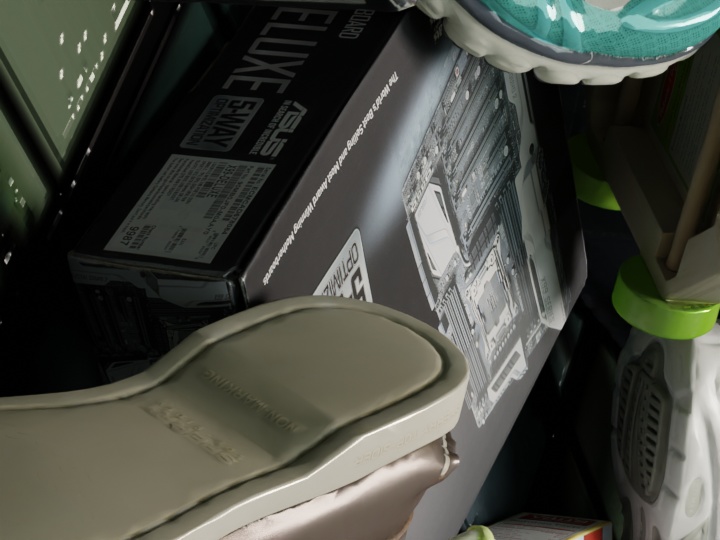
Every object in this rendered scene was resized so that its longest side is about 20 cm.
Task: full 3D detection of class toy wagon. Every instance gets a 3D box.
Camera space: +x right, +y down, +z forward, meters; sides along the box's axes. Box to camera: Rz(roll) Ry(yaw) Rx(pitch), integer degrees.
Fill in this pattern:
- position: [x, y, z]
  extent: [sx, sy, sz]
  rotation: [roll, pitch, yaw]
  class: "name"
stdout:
- position: [0.098, -0.084, 0.865]
  extent: [0.200, 0.039, 0.156]
  rotation: [-108, -154, -54]
  class: "toy wagon"

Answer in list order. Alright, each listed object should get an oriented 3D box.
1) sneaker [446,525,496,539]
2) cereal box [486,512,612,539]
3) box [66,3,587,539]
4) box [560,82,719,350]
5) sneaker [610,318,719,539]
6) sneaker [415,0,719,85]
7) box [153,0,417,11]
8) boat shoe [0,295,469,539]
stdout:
- position: [0.044, 0.107, 0.731]
  extent: [0.199, 0.075, 0.077]
  rotation: [-3, 117, -45]
  class: "sneaker"
- position: [0.029, 0.160, 0.896]
  extent: [0.200, 0.039, 0.145]
  rotation: [-8, 100, -66]
  class: "cereal box"
- position: [0.000, 0.000, 0.782]
  extent: [0.200, 0.050, 0.158]
  rotation: [-58, 146, -45]
  class: "box"
- position: [0.185, -0.023, 1.013]
  extent: [0.197, 0.199, 0.118]
  rotation: [46, 54, -61]
  class: "box"
- position: [0.133, 0.110, 0.988]
  extent: [0.078, 0.099, 0.201]
  rotation: [-119, -147, -60]
  class: "sneaker"
- position: [0.035, -0.109, 0.716]
  extent: [0.200, 0.079, 0.078]
  rotation: [28, 53, -39]
  class: "sneaker"
- position: [-0.031, -0.164, 0.585]
  extent: [0.106, 0.122, 0.201]
  rotation: [57, 45, -54]
  class: "box"
- position: [-0.057, 0.059, 0.613]
  extent: [0.199, 0.072, 0.060]
  rotation: [-18, 130, -44]
  class: "boat shoe"
